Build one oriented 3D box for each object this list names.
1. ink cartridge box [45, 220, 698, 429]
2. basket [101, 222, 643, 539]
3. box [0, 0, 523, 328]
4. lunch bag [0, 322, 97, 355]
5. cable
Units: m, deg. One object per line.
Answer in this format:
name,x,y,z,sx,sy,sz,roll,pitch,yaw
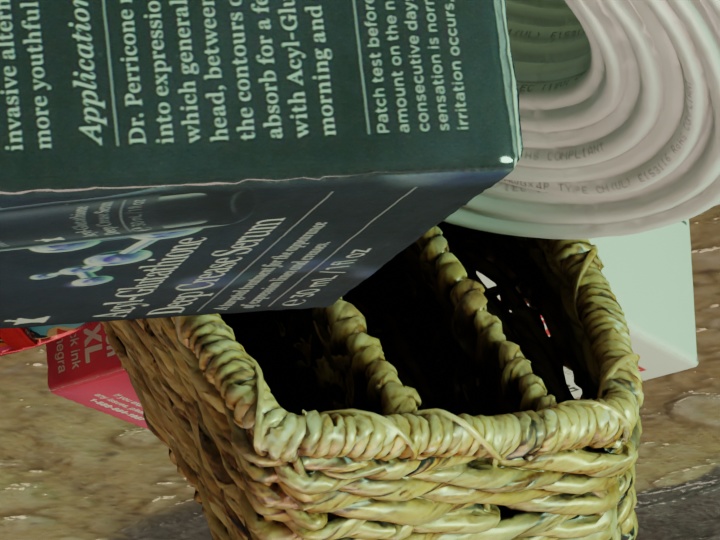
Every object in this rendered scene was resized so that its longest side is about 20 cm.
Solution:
ink cartridge box,0.005,0.002,1.105,0.199,0.085,0.145,-16,156,29
basket,0.000,0.000,0.902,0.142,0.200,0.149,-23,141,-11
box,-0.084,-0.051,0.672,0.199,0.107,0.148,-3,169,-16
lunch bag,-0.159,-0.033,1.004,0.175,0.082,0.200,-11,156,5
cable,0.032,-0.089,0.810,0.199,0.069,0.200,4,145,36
